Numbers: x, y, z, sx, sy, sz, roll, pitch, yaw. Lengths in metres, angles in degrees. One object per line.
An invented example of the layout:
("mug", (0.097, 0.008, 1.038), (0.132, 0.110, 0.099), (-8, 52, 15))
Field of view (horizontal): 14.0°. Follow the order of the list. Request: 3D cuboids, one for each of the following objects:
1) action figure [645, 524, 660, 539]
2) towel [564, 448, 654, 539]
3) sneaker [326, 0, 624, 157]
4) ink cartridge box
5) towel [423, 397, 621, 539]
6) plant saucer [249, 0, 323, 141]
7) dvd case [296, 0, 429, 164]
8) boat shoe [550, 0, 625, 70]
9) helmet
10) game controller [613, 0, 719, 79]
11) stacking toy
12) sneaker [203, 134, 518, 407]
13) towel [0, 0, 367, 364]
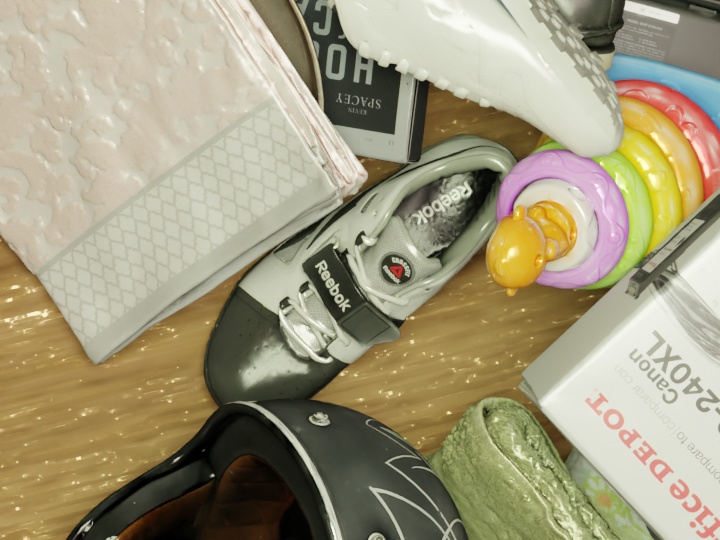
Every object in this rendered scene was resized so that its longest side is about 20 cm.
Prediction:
("action figure", (0.177, 0.135, 1.472), (0.130, 0.069, 0.200), (-31, 95, -12))
("towel", (0.217, 0.087, 1.530), (0.171, 0.048, 0.200), (33, 85, -6))
("sneaker", (0.042, -0.119, 1.391), (0.200, 0.076, 0.081), (44, 100, -3))
("ink cartridge box", (0.196, 0.042, 1.383), (0.200, 0.083, 0.145), (-43, 98, 3))
("towel", (0.096, 0.166, 1.464), (0.036, 0.148, 0.200), (-34, 83, -34))
("plant saucer", (-0.102, -0.100, 1.458), (0.200, 0.032, 0.201), (11, 115, 23))
("dvd case", (-0.028, -0.163, 1.456), (0.150, 0.025, 0.201), (11, 99, 24))
("boat shoe", (0.040, -0.158, 1.478), (0.201, 0.074, 0.063), (18, 110, 18))
("helmet", (-0.035, 0.164, 1.427), (0.191, 0.200, 0.200), (-37, 93, -9))
("game controller", (0.147, -0.128, 1.536), (0.200, 0.042, 0.105), (15, 102, -6))
("stacking toy", (0.109, -0.028, 1.433), (0.110, 0.200, 0.116), (16, 113, 25))
("sneaker", (0.000, 0.000, 1.488), (0.200, 0.089, 0.074), (-43, 95, -4))
("towel", (-0.121, -0.072, 1.444), (0.200, 0.032, 0.191), (-34, 93, 34))
